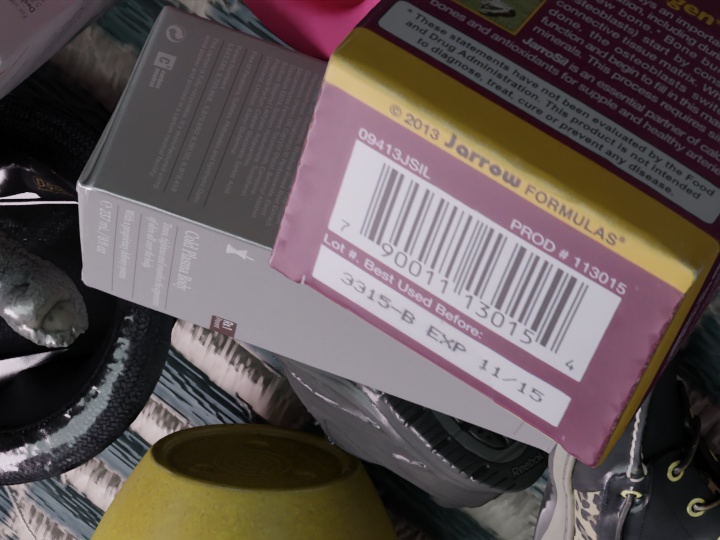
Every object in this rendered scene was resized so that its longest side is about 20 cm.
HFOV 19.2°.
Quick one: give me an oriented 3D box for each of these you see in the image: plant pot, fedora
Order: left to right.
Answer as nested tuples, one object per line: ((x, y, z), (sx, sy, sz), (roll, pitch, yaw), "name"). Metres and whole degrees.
((-0.157, 0.008, 1.010), (0.200, 0.092, 0.201), (0, 91, 28), "fedora")
((-0.056, 0.156, 1.033), (0.200, 0.200, 0.142), (12, 105, 31), "plant pot")

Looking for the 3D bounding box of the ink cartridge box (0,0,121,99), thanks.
((-0.152, -0.109, 0.843), (0.068, 0.200, 0.116), (46, 139, -5), "ink cartridge box")

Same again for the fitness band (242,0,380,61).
((-0.028, -0.169, 0.764), (0.200, 0.037, 0.144), (58, 143, 18), "fitness band")

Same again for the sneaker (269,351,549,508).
((-0.008, 0.040, 0.963), (0.200, 0.076, 0.091), (44, 151, 4), "sneaker")

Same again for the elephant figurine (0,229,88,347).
((-0.224, -0.044, 0.930), (0.200, 0.155, 0.141), (25, 143, -27), "elephant figurine")

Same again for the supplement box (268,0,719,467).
((0.080, -0.056, 0.704), (0.131, 0.200, 0.103), (32, 139, 12), "supplement box")

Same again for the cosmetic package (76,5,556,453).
((0.003, -0.013, 0.794), (0.200, 0.090, 0.107), (21, 157, 2), "cosmetic package")

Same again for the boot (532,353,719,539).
((0.156, 0.098, 0.883), (0.154, 0.073, 0.204), (24, 140, 15), "boot")
